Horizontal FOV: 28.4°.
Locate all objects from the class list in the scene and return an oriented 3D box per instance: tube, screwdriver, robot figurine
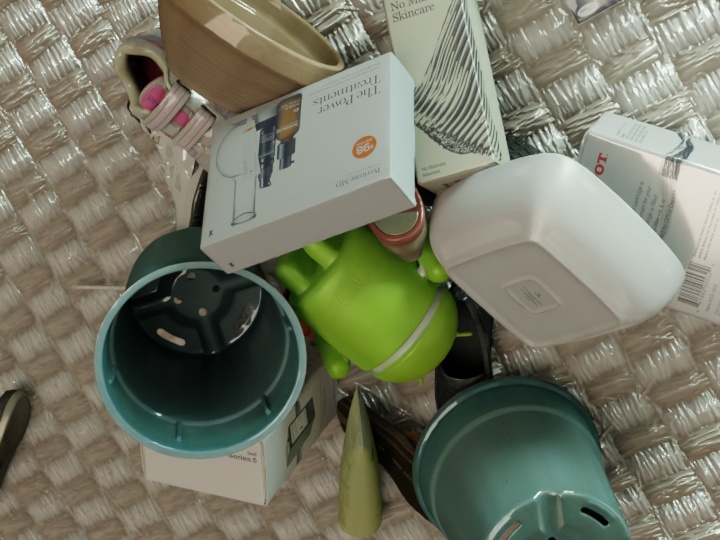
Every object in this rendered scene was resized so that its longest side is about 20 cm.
[{"bbox_3d":[0.000,0.215,1.533,0.058,0.052,0.201,35,147,28],"label":"tube"},{"bbox_3d":[-0.244,0.022,1.612,0.199,0.029,0.028,0,110,17],"label":"screwdriver"},{"bbox_3d":[0.011,0.030,1.395,0.200,0.116,0.175,38,114,-14],"label":"robot figurine"}]

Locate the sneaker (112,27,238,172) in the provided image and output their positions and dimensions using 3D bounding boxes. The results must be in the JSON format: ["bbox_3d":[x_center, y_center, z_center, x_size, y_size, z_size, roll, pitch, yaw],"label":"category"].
[{"bbox_3d":[-0.178,-0.159,1.416,0.200,0.088,0.081,44,114,13],"label":"sneaker"}]

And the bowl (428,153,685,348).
[{"bbox_3d":[0.167,-0.005,1.291,0.200,0.075,0.199,42,147,-21],"label":"bowl"}]

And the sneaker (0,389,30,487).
[{"bbox_3d":[-0.485,0.208,1.761,0.106,0.075,0.200,32,120,5],"label":"sneaker"}]

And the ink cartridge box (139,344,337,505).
[{"bbox_3d":[-0.126,0.153,1.518,0.145,0.200,0.084,8,117,20],"label":"ink cartridge box"}]

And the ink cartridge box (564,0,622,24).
[{"bbox_3d":[0.194,-0.335,1.290,0.099,0.039,0.201,-27,97,29],"label":"ink cartridge box"}]

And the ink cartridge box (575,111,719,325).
[{"bbox_3d":[0.294,-0.047,1.334,0.199,0.084,0.145,20,117,14],"label":"ink cartridge box"}]

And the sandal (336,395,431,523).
[{"bbox_3d":[0.056,0.204,1.550,0.200,0.055,0.082,41,147,20],"label":"sandal"}]

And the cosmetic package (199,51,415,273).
[{"bbox_3d":[-0.047,-0.096,1.286,0.199,0.151,0.052,-19,141,24],"label":"cosmetic package"}]

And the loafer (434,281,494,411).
[{"bbox_3d":[0.104,0.104,1.480,0.068,0.070,0.202,10,114,19],"label":"loafer"}]

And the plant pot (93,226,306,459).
[{"bbox_3d":[-0.161,0.054,1.423,0.199,0.196,0.201,-2,110,-6],"label":"plant pot"}]

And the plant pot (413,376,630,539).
[{"bbox_3d":[0.166,0.234,1.387,0.199,0.196,0.201,-3,110,-7],"label":"plant pot"}]

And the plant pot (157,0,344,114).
[{"bbox_3d":[-0.123,-0.215,1.367,0.201,0.201,0.093,37,108,5],"label":"plant pot"}]

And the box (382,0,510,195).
[{"bbox_3d":[0.080,-0.178,1.332,0.082,0.068,0.201,-16,78,19],"label":"box"}]

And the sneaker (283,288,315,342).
[{"bbox_3d":[0.000,0.000,1.495,0.077,0.073,0.200,35,123,-24],"label":"sneaker"}]

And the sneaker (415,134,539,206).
[{"bbox_3d":[0.097,-0.099,1.409,0.199,0.076,0.088,26,122,22],"label":"sneaker"}]

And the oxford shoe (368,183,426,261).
[{"bbox_3d":[0.016,-0.097,1.356,0.070,0.075,0.201,-15,61,4],"label":"oxford shoe"}]

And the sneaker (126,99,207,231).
[{"bbox_3d":[-0.193,-0.130,1.521,0.115,0.076,0.202,18,108,25],"label":"sneaker"}]
